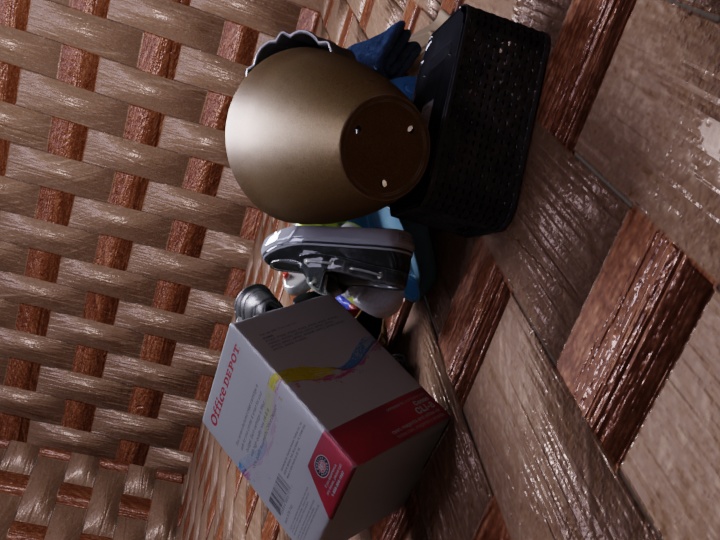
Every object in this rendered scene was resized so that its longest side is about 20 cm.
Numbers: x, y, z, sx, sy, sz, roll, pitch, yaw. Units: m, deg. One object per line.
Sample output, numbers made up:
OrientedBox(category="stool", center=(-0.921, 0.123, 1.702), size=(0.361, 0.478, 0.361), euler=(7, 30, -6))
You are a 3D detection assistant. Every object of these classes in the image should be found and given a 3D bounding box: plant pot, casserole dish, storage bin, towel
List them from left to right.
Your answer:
OrientedBox(category="plant pot", center=(-0.019, -0.125, 0.823), size=(0.199, 0.183, 0.190), euler=(26, 101, 63))
OrientedBox(category="towel", center=(-0.021, -0.258, 1.107), size=(0.198, 0.049, 0.112), euler=(-9, 38, 41))
OrientedBox(category="casserole dish", center=(0.037, -0.037, 1.003), size=(0.200, 0.038, 0.123), euler=(31, 139, 62))
OrientedBox(category="storage bin", center=(0.106, -0.146, 0.849), size=(0.135, 0.092, 0.204), euler=(172, 113, -76))

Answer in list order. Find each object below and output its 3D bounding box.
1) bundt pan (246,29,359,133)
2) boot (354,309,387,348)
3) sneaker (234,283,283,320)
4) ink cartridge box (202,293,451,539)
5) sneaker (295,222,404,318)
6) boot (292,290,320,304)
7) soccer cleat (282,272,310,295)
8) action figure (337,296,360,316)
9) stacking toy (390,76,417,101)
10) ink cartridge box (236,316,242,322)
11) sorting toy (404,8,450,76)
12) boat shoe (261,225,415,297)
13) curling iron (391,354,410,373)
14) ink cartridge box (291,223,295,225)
OrientedBox(category="bundt pan", center=(-0.057, -0.193, 1.038), size=(0.199, 0.075, 0.206), euler=(11, 108, 37))
OrientedBox(category="boot", center=(-0.012, 0.146, 1.025), size=(0.145, 0.069, 0.204), euler=(87, -163, -65))
OrientedBox(category="sneaker", center=(-0.108, 0.119, 1.123), size=(0.090, 0.075, 0.203), euler=(21, 138, 62))
OrientedBox(category="ink cartridge box", center=(-0.041, 0.150, 0.851), size=(0.200, 0.143, 0.147), euler=(44, 129, 28))
OrientedBox(category="sneaker", center=(0.000, 0.000, 1.014), size=(0.075, 0.105, 0.201), euler=(-37, 52, -2))
OrientedBox(category="boot", center=(-0.043, 0.136, 1.177), size=(0.200, 0.068, 0.177), euler=(-121, 19, -68))
OrientedBox(category="soccer cleat", center=(-0.065, -0.005, 1.252), size=(0.201, 0.068, 0.079), euler=(-71, -38, -63))
OrientedBox(category="action figure", center=(-0.050, 0.057, 1.281), size=(0.200, 0.097, 0.067), euler=(-110, 10, -72))
OrientedBox(category="stacking toy", center=(0.067, -0.120, 1.010), size=(0.110, 0.114, 0.203), euler=(-93, 10, -60))
OrientedBox(category="ink cartridge box", center=(-0.102, 0.162, 1.035), size=(0.116, 0.066, 0.202), euler=(-80, -22, -46))
OrientedBox(category="sorting toy", center=(0.053, -0.269, 1.132), size=(0.198, 0.037, 0.186), euler=(-32, 27, 8))
OrientedBox(category="boat shoe", center=(-0.034, -0.007, 0.921), size=(0.197, 0.072, 0.072), euler=(-2, 73, 36))
OrientedBox(category="curling iron", center=(0.018, 0.194, 0.977), size=(0.026, 0.049, 0.204), euler=(-96, 18, -85))
OrientedBox(category="ink cartridge box", center=(-0.047, -0.127, 1.175), size=(0.199, 0.075, 0.150), euler=(29, 100, 58))
